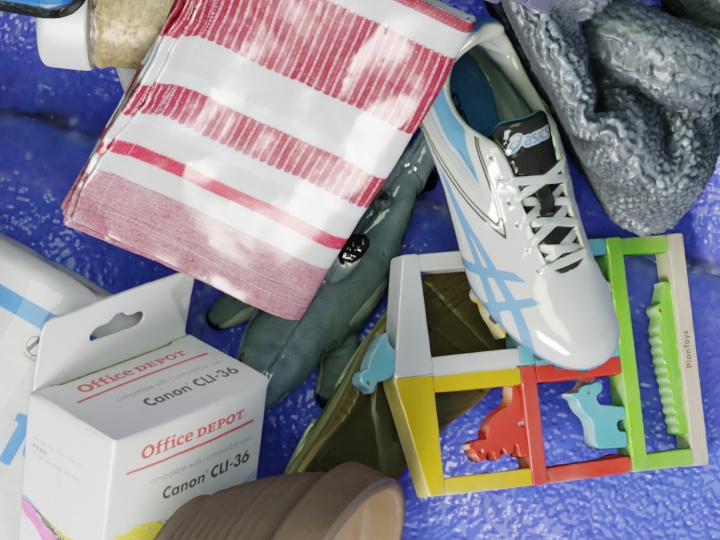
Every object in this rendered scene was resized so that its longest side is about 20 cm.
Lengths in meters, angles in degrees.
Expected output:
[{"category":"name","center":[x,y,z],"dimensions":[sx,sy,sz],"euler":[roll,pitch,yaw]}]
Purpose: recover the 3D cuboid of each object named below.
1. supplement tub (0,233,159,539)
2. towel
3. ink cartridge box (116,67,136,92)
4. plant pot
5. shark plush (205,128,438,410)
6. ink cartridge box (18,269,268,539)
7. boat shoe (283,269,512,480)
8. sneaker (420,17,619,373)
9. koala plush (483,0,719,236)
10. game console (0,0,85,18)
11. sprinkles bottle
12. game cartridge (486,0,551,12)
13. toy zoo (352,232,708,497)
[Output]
[{"category":"supplement tub","center":[-0.206,0.088,1.554],"dimensions":[0.132,0.132,0.201],"euler":[28,89,4]},{"category":"towel","center":[-0.048,-0.075,1.463],"dimensions":[0.144,0.023,0.200],"euler":[23,119,-17]},{"category":"ink cartridge box","center":[-0.072,-0.156,1.584],"dimensions":[0.145,0.084,0.201],"euler":[-19,86,2]},{"category":"plant pot","center":[-0.063,0.178,1.462],"dimensions":[0.092,0.201,0.201],"euler":[26,88,16]},{"category":"shark plush","center":[0.000,0.000,1.572],"dimensions":[0.200,0.083,0.091],"euler":[-42,86,0]},{"category":"ink cartridge box","center":[-0.115,0.111,1.511],"dimensions":[0.067,0.116,0.201],"euler":[26,122,35]},{"category":"boat shoe","center":[0.016,0.074,1.581],"dimensions":[0.073,0.063,0.201],"euler":[36,79,-12]},{"category":"sneaker","center":[0.085,-0.040,1.524],"dimensions":[0.072,0.072,0.201],"euler":[-23,86,-24]},{"category":"koala plush","center":[0.187,-0.138,1.539],"dimensions":[0.199,0.177,0.184],"euler":[-29,98,0]},{"category":"game console","center":[-0.196,-0.192,1.528],"dimensions":[0.170,0.119,0.201],"euler":[10,57,11]},{"category":"sprinkles bottle","center":[-0.067,-0.133,1.506],"dimensions":[0.199,0.068,0.069],"euler":[5,87,2]},{"category":"game cartridge","center":[-0.009,-0.179,1.437],"dimensions":[0.200,0.129,0.039],"euler":[26,93,36]},{"category":"toy zoo","center":[0.090,0.052,1.561],"dimensions":[0.199,0.020,0.132],"euler":[-6,86,-20]}]
